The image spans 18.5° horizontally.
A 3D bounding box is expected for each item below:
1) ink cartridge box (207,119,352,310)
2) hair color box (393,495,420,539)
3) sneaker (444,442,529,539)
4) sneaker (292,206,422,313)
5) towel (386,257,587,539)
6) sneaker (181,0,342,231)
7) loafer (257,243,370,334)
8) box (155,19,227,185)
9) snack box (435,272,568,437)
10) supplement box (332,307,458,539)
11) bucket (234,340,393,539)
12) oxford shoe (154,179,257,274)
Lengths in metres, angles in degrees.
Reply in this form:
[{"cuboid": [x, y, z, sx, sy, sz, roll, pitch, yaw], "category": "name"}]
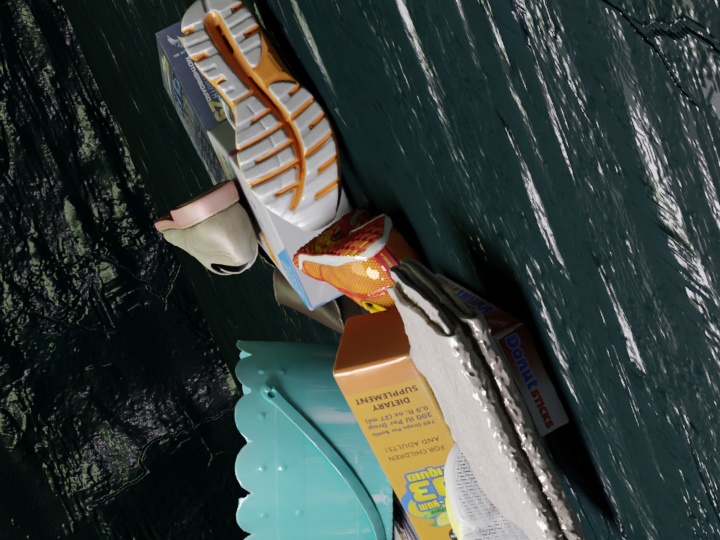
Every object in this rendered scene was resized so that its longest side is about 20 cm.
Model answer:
[{"cuboid": [-0.063, -0.064, 1.836, 0.116, 0.068, 0.200, 67, 172, -29], "category": "ink cartridge box"}, {"cuboid": [0.078, 0.257, 1.994, 0.099, 0.060, 0.200, 61, 172, 18], "category": "hair color box"}, {"cuboid": [0.111, 0.202, 1.561, 0.201, 0.075, 0.105, 63, 173, -6], "category": "sneaker"}, {"cuboid": [0.000, 0.000, 1.645, 0.077, 0.073, 0.200, 54, 177, -12], "category": "sneaker"}, {"cuboid": [0.078, 0.092, 1.390, 0.201, 0.034, 0.133, 64, 172, -22], "category": "towel"}, {"cuboid": [-0.066, -0.121, 1.701, 0.201, 0.078, 0.077, 65, -174, 14], "category": "sneaker"}, {"cuboid": [-0.037, 0.019, 1.922, 0.200, 0.071, 0.073, 54, 168, 50], "category": "loafer"}, {"cuboid": [-0.138, -0.144, 2.117, 0.158, 0.051, 0.200, 62, 173, 8], "category": "box"}, {"cuboid": [0.082, 0.052, 1.445, 0.072, 0.024, 0.200, 65, 172, -14], "category": "snack box"}, {"cuboid": [0.051, 0.121, 1.585, 0.069, 0.066, 0.201, -77, -34, -50], "category": "supplement box"}, {"cuboid": [-0.040, 0.156, 1.930, 0.207, 0.134, 0.209, -1, -90, -90], "category": "bucket"}, {"cuboid": [-0.126, -0.027, 1.872, 0.074, 0.071, 0.200, 61, 174, -3], "category": "oxford shoe"}]
